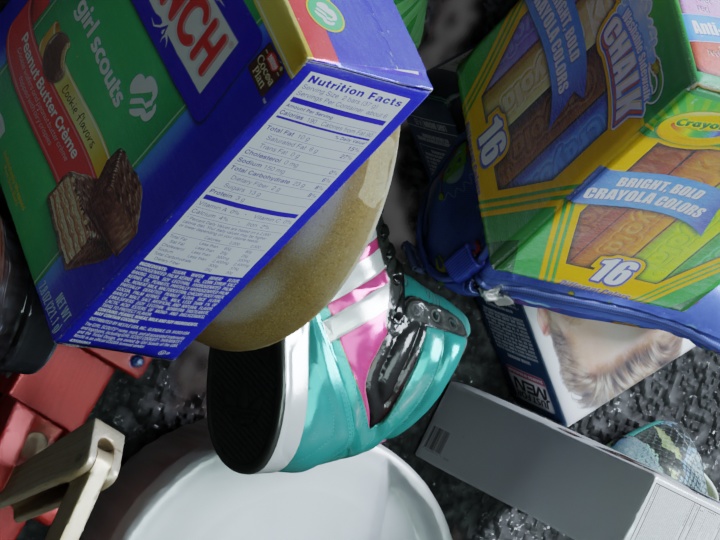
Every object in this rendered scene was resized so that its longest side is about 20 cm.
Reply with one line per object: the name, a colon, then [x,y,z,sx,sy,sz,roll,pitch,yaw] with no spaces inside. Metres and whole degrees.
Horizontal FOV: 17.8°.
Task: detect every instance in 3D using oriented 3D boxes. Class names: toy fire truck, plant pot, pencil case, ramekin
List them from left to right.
toy fire truck: [-0.149,0.095,1.087,0.049,0.141,0.200,33,84,-29]
plant pot: [-0.059,-0.063,1.069,0.027,0.200,0.201,9,96,-42]
ramekin: [-0.057,0.166,1.179,0.202,0.094,0.203,-6,102,-27]
pencil case: [0.124,-0.010,1.178,0.199,0.078,0.087,14,66,-28]

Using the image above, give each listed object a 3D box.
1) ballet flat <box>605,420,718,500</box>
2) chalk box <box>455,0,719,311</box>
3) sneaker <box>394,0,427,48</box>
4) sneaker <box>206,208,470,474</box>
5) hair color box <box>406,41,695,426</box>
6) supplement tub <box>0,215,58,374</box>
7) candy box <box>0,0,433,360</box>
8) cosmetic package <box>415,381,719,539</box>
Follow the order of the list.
ballet flat: [0.196,0.173,1.335,0.074,0.074,0.200,-32,117,-19]
chalk box: [0.154,-0.089,1.055,0.124,0.200,0.124,13,53,-29]
sneaker: [-0.011,-0.099,1.156,0.084,0.074,0.200,17,108,-57]
sneaker: [0.000,0.000,1.104,0.121,0.083,0.201,6,95,-43]
hair color box: [0.104,-0.028,1.245,0.100,0.060,0.200,-30,113,-19]
supplement tub: [-0.234,-0.003,1.042,0.199,0.107,0.107,11,95,-29]
candy box: [-0.080,-0.087,1.019,0.077,0.169,0.200,9,137,-43]
cosmetic package: [0.116,0.114,1.199,0.082,0.200,0.051,29,86,-30]
